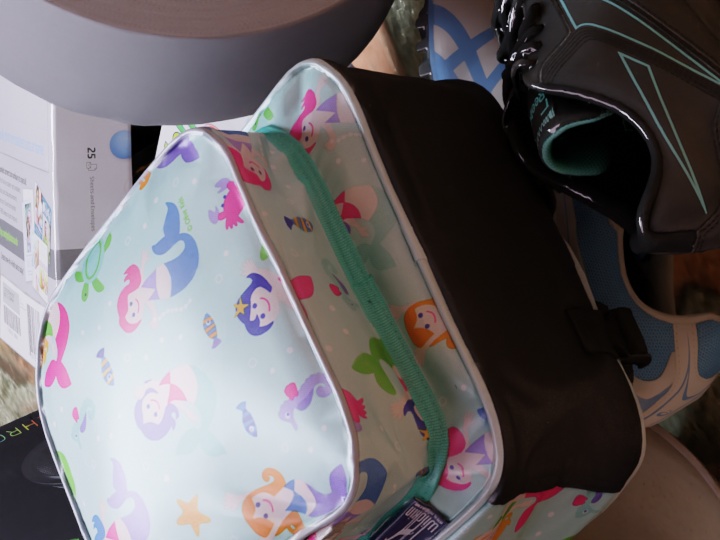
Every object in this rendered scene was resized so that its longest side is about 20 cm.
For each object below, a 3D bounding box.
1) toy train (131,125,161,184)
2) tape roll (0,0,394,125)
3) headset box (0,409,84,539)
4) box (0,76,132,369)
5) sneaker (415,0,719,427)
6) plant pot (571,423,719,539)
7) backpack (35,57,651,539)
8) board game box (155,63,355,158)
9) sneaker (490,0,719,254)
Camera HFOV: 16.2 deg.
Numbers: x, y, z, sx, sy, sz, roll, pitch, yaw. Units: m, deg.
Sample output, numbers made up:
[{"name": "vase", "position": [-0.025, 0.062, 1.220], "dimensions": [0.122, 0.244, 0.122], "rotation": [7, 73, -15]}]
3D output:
[{"name": "toy train", "position": [-0.084, 0.007, 1.284], "dimensions": [0.114, 0.085, 0.201], "rotation": [33, 141, 38]}, {"name": "tape roll", "position": [-0.072, -0.154, 0.935], "dimensions": [0.201, 0.199, 0.066], "rotation": [58, 157, 18]}, {"name": "headset box", "position": [-0.125, 0.144, 1.376], "dimensions": [0.200, 0.173, 0.093], "rotation": [27, 136, 58]}, {"name": "box", "position": [-0.141, -0.057, 1.180], "dimensions": [0.156, 0.041, 0.202], "rotation": [-161, 67, -71]}, {"name": "sneaker", "position": [0.076, -0.034, 0.918], "dimensions": [0.072, 0.072, 0.201], "rotation": [38, -155, -58]}, {"name": "plant pot", "position": [0.074, 0.151, 0.968], "dimensions": [0.201, 0.200, 0.134], "rotation": [56, -169, 23]}, {"name": "backpack", "position": [-0.022, 0.048, 0.864], "dimensions": [0.200, 0.150, 0.178], "rotation": [-47, 58, 41]}, {"name": "board game box", "position": [-0.036, -0.017, 1.042], "dimensions": [0.126, 0.034, 0.201], "rotation": [50, 148, 24]}, {"name": "sneaker", "position": [0.076, -0.078, 0.840], "dimensions": [0.200, 0.079, 0.076], "rotation": [50, 153, 37]}]
